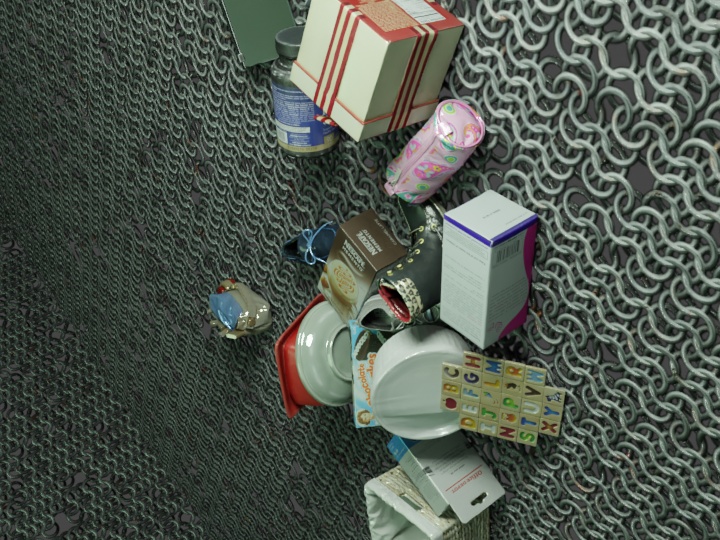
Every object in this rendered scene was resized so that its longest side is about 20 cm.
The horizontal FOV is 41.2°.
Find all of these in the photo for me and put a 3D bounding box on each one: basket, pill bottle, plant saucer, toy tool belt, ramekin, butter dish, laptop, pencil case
[{"bbox_3d":[0.131,0.487,1.839,0.197,0.160,0.202,29,137,43],"label":"basket"},{"bbox_3d":[-0.094,-0.301,1.618,0.112,0.111,0.202,33,139,40],"label":"pill bottle"},{"bbox_3d":[-0.035,0.155,1.806,0.050,0.199,0.202,-8,107,46],"label":"plant saucer"},{"bbox_3d":[-0.303,0.091,2.229,0.199,0.122,0.126,32,138,42],"label":"toy tool belt"},{"bbox_3d":[0.109,0.182,1.615,0.095,0.200,0.204,-101,7,-54],"label":"ramekin"},{"bbox_3d":[-0.064,0.180,1.912,0.146,0.200,0.202,10,126,26],"label":"butter dish"},{"bbox_3d":[-0.192,-0.474,1.733,0.200,0.115,0.189,-120,12,-74],"label":"laptop"},{"bbox_3d":[0.107,-0.173,1.439,0.088,0.087,0.200,58,148,7],"label":"pencil case"}]

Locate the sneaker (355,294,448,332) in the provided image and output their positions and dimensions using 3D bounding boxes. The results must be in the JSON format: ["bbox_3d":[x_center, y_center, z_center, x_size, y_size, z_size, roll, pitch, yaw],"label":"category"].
[{"bbox_3d":[0.083,0.080,1.635,0.198,0.082,0.075,-10,108,33],"label":"sneaker"}]

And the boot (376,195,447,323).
[{"bbox_3d":[0.083,-0.028,1.519,0.205,0.153,0.073,59,149,6],"label":"boot"}]

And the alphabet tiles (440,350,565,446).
[{"bbox_3d":[0.224,0.207,1.533,0.198,0.006,0.168,12,129,16],"label":"alphabet tiles"}]

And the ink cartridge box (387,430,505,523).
[{"bbox_3d":[0.156,0.361,1.747,0.201,0.115,0.068,52,148,18],"label":"ink cartridge box"}]

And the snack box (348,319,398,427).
[{"bbox_3d":[0.041,0.185,1.753,0.037,0.115,0.202,-115,20,-71],"label":"snack box"}]

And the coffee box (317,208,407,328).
[{"bbox_3d":[0.000,0.000,1.739,0.115,0.079,0.201,50,147,20],"label":"coffee box"}]

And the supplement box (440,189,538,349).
[{"bbox_3d":[0.189,-0.001,1.431,0.103,0.101,0.202,34,139,39],"label":"supplement box"}]

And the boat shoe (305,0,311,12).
[{"bbox_3d":[-0.055,-0.424,1.506,0.201,0.067,0.072,59,150,6],"label":"boat shoe"}]

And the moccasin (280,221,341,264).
[{"bbox_3d":[-0.091,-0.040,1.841,0.200,0.068,0.081,-24,71,58],"label":"moccasin"}]

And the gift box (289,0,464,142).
[{"bbox_3d":[0.015,-0.313,1.387,0.200,0.183,0.188,48,138,30],"label":"gift box"}]
